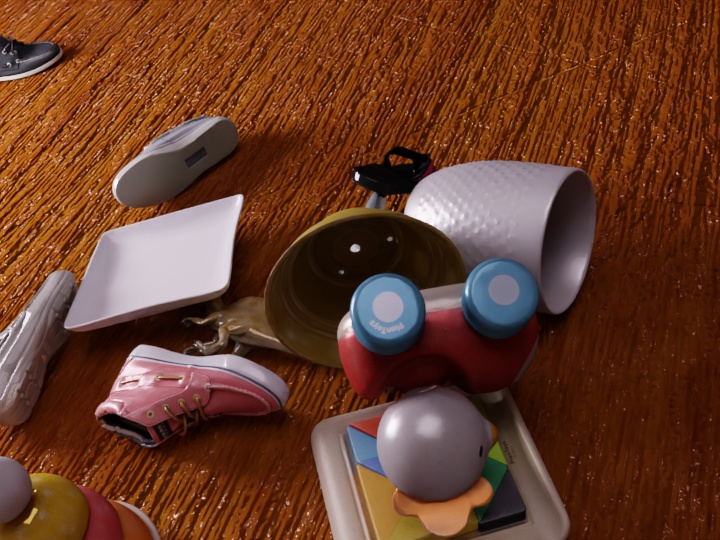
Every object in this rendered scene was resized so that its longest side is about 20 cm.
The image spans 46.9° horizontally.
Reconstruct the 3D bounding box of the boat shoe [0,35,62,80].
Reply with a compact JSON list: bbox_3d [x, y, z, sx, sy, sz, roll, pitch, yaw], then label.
[{"bbox_3d":[-0.626,-0.377,1.450,0.197,0.067,0.075,-11,44,2],"label":"boat shoe"}]

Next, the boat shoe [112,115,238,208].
[{"bbox_3d":[-0.262,-0.153,1.148,0.200,0.071,0.071,-37,38,-27],"label":"boat shoe"}]

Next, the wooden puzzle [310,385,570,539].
[{"bbox_3d":[0.063,0.184,0.748,0.198,0.037,0.186,-17,45,-3],"label":"wooden puzzle"}]

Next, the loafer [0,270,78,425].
[{"bbox_3d":[-0.379,0.079,0.935,0.069,0.070,0.201,6,48,8],"label":"loafer"}]

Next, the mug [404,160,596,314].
[{"bbox_3d":[0.132,-0.019,0.873,0.174,0.147,0.202,12,79,34],"label":"mug"}]

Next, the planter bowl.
[{"bbox_3d":[0.000,0.000,0.831,0.198,0.202,0.084,-13,41,0],"label":"planter bowl"}]

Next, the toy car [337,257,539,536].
[{"bbox_3d":[0.076,0.119,0.706,0.175,0.185,0.202,-8,72,-2],"label":"toy car"}]

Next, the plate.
[{"bbox_3d":[-0.235,-0.005,0.988,0.197,0.033,0.201,-14,35,8],"label":"plate"}]

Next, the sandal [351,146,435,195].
[{"bbox_3d":[0.055,-0.119,0.979,0.074,0.046,0.200,23,16,20],"label":"sandal"}]

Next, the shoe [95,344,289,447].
[{"bbox_3d":[-0.171,0.136,0.833,0.198,0.072,0.091,6,48,26],"label":"shoe"}]

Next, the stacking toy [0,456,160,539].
[{"bbox_3d":[-0.257,0.213,0.678,0.144,0.201,0.147,-6,44,6],"label":"stacking toy"}]

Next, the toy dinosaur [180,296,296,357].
[{"bbox_3d":[-0.128,0.068,0.895,0.199,0.059,0.101,24,54,32],"label":"toy dinosaur"}]

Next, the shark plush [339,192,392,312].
[{"bbox_3d":[-0.001,0.004,0.948,0.083,0.091,0.202,-8,55,40],"label":"shark plush"}]
